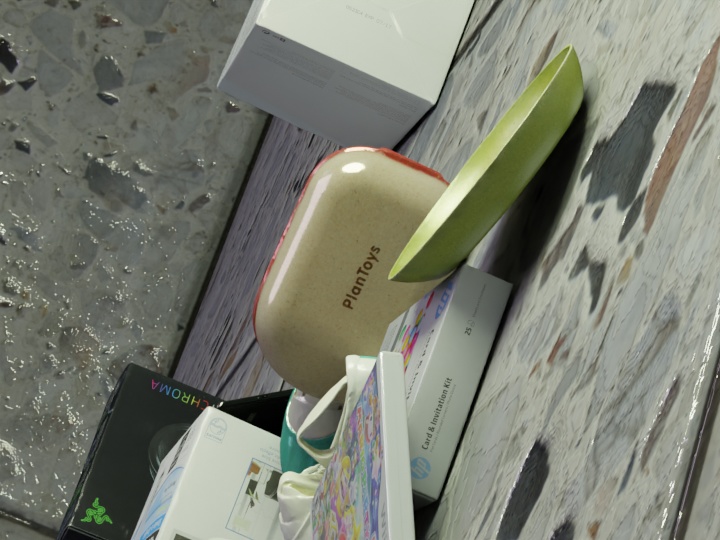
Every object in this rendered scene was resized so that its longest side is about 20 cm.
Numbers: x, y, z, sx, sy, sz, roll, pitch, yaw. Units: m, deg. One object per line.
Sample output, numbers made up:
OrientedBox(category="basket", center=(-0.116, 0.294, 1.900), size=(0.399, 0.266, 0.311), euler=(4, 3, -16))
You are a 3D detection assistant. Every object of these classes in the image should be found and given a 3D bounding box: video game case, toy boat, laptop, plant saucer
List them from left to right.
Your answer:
OrientedBox(category="laptop", center=(-0.078, 0.098, 2.075), size=(0.116, 0.200, 0.187), euler=(69, 152, 23))
OrientedBox(category="video game case", center=(-0.001, 0.164, 1.491), size=(0.200, 0.018, 0.143), euler=(113, 159, -53))
OrientedBox(category="toy boat", center=(0.000, 0.000, 1.788), size=(0.131, 0.130, 0.200), euler=(-69, 4, -78))
OrientedBox(category="plant saucer", center=(0.091, -0.064, 1.564), size=(0.200, 0.031, 0.200), euler=(-53, 3, 3))

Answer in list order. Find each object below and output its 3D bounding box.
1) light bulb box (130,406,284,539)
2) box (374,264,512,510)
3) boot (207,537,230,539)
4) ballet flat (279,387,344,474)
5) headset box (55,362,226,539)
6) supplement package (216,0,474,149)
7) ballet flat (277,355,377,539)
OrientedBox(category="light bulb box", center=(-0.126, 0.247, 1.917), size=(0.198, 0.125, 0.200), euler=(130, 163, -65))
OrientedBox(category="box", center=(0.035, 0.093, 1.589), size=(0.200, 0.041, 0.156), euler=(141, 151, -71))
OrientedBox(category="boot", center=(-0.086, 0.272, 1.683), size=(0.200, 0.072, 0.144), euler=(-8, 61, 63))
OrientedBox(category="ballet flat", center=(-0.021, 0.081, 1.857), size=(0.070, 0.067, 0.200), euler=(67, -140, -58))
OrientedBox(category="headset box", center=(-0.179, 0.217, 2.178), size=(0.093, 0.174, 0.200), euler=(123, 168, -54))
OrientedBox(category="supplement package", center=(-0.014, -0.234, 2.310), size=(0.200, 0.191, 0.147), euler=(137, 156, -70))
OrientedBox(category="ballet flat", center=(-0.025, 0.148, 1.737), size=(0.069, 0.069, 0.200), euler=(-94, 28, -73))
